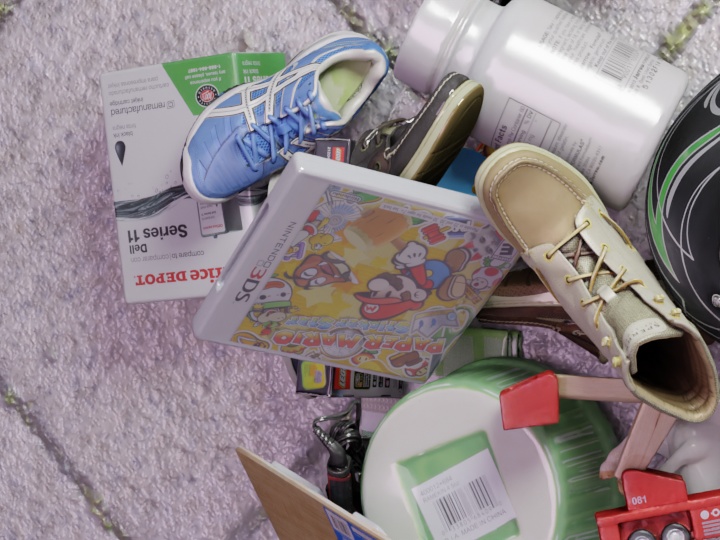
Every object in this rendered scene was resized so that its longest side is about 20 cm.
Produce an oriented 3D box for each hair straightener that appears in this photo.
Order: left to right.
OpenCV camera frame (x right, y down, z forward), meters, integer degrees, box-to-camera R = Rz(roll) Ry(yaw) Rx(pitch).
[{"bbox_3d":[-0.016,0.156,1.582,0.041,0.201,0.077,3,58,11],"label":"hair straightener"}]

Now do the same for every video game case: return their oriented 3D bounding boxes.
[{"bbox_3d":[0.003,0.004,1.458,0.182,0.199,0.023,-56,34,37],"label":"video game case"}]

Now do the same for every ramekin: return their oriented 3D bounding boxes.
[{"bbox_3d":[0.096,0.170,1.549,0.198,0.097,0.202,1,92,30],"label":"ramekin"}]

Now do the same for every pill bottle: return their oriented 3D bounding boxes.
[{"bbox_3d":[0.131,-0.137,1.477,0.199,0.114,0.115,28,108,6],"label":"pill bottle"}]

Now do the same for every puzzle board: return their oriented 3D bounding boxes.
[{"bbox_3d":[-0.011,0.224,1.569,0.199,0.017,0.151,25,146,46],"label":"puzzle board"}]

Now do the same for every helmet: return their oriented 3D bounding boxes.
[{"bbox_3d":[0.292,-0.040,1.402,0.200,0.200,0.192,38,119,20],"label":"helmet"}]

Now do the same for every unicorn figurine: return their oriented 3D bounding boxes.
[{"bbox_3d":[0.255,0.152,1.500,0.074,0.136,0.201,31,141,64],"label":"unicorn figurine"}]

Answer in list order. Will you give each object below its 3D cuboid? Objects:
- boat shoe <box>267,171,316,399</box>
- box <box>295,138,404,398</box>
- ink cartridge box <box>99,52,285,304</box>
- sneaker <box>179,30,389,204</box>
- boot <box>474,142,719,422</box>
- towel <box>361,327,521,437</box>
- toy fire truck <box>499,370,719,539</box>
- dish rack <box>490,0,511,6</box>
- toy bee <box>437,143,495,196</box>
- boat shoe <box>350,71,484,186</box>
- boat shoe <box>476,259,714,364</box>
[{"bbox_3d":[-0.033,0.012,1.643,0.061,0.075,0.202,-1,108,15],"label":"boat shoe"},{"bbox_3d":[0.000,0.000,1.596,0.034,0.110,0.202,4,88,34],"label":"box"},{"bbox_3d":[-0.132,-0.076,1.691,0.146,0.083,0.202,-6,92,29],"label":"ink cartridge box"},{"bbox_3d":[-0.061,-0.126,1.593,0.200,0.077,0.076,-41,108,-12],"label":"sneaker"},{"bbox_3d":[0.166,0.008,1.381,0.072,0.155,0.200,-39,119,8],"label":"boot"},{"bbox_3d":[0.062,0.145,1.637,0.148,0.031,0.202,2,96,28],"label":"towel"},{"bbox_3d":[0.207,0.131,1.438,0.198,0.049,0.142,-11,89,4],"label":"toy fire truck"},{"bbox_3d":[0.067,-0.270,1.534,0.199,0.055,0.154,35,143,10],"label":"dish rack"},{"bbox_3d":[0.107,-0.065,1.550,0.108,0.131,0.202,10,89,3],"label":"toy bee"},{"bbox_3d":[0.022,-0.076,1.466,0.066,0.072,0.201,42,134,12],"label":"boat shoe"},{"bbox_3d":[0.179,0.037,1.539,0.201,0.075,0.076,-3,103,30],"label":"boat shoe"}]
